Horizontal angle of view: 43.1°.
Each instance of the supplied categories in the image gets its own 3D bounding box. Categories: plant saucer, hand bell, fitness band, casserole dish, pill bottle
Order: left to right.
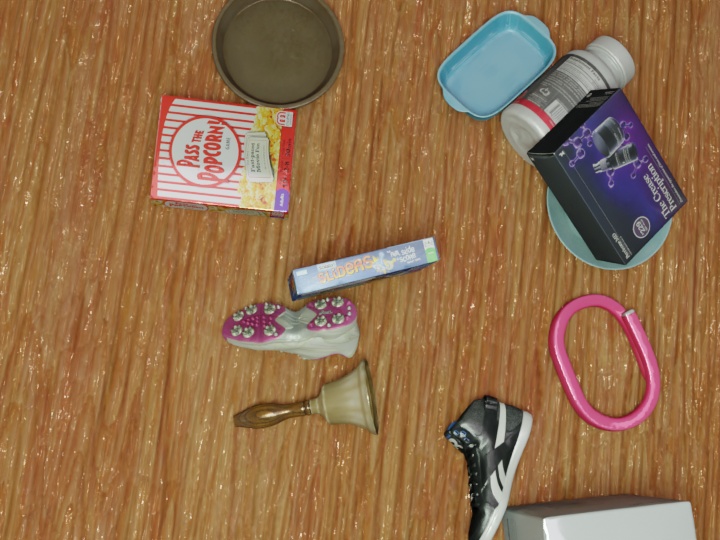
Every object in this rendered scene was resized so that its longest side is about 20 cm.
[{"bbox_3d":[-0.122,-0.330,1.353,0.196,0.029,0.204,1,78,-6],"label":"plant saucer"},{"bbox_3d":[-0.079,0.192,1.259,0.196,0.104,0.106,-11,82,5],"label":"hand bell"},{"bbox_3d":[0.204,-0.304,1.376,0.200,0.039,0.121,-43,74,-11],"label":"casserole dish"},{"bbox_3d":[0.312,-0.255,1.354,0.199,0.111,0.111,-42,87,-12],"label":"pill bottle"},{"bbox_3d":[0.357,0.134,1.333,0.141,0.037,0.203,-21,83,-9],"label":"fitness band"},{"bbox_3d":[0.370,-0.099,1.372,0.197,0.039,0.205,1,80,-6],"label":"plant saucer"}]

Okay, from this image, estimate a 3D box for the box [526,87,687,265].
[{"bbox_3d":[0.349,-0.131,1.284,0.141,0.079,0.201,-42,109,-9],"label":"box"}]

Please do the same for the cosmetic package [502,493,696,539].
[{"bbox_3d":[0.311,0.369,1.205,0.195,0.200,0.126,-4,81,-8],"label":"cosmetic package"}]

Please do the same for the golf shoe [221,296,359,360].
[{"bbox_3d":[-0.095,0.093,1.266,0.196,0.093,0.076,-4,43,14],"label":"golf shoe"}]

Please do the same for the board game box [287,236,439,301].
[{"bbox_3d":[0.000,0.000,1.261,0.196,0.135,0.035,-13,86,-9],"label":"board game box"}]

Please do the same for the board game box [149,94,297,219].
[{"bbox_3d":[-0.195,-0.161,1.309,0.196,0.046,0.155,5,80,-6],"label":"board game box"}]

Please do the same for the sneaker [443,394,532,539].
[{"bbox_3d":[0.158,0.274,1.274,0.110,0.073,0.203,23,71,1],"label":"sneaker"}]
